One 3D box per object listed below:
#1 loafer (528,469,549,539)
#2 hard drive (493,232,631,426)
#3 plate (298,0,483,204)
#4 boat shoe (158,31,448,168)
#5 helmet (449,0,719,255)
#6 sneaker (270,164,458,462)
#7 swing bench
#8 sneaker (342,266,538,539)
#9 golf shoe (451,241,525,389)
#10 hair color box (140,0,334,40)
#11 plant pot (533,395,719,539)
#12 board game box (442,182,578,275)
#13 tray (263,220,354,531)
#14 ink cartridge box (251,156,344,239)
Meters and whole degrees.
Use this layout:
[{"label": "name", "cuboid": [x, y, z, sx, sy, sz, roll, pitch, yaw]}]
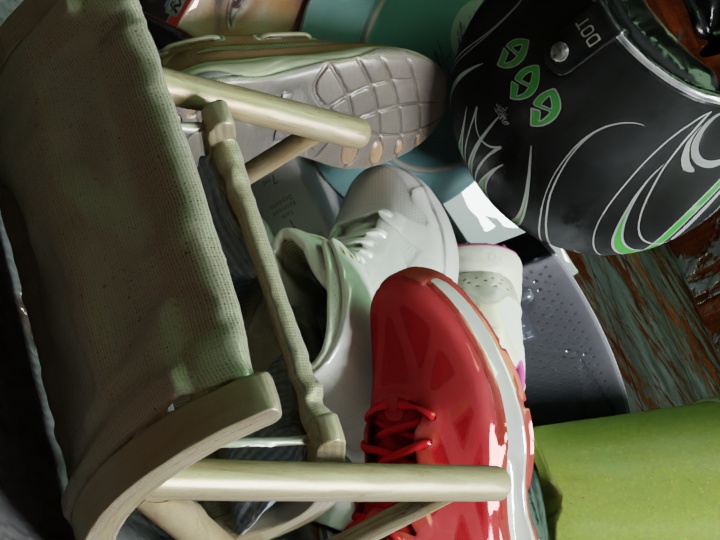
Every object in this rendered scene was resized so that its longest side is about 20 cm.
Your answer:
[{"label": "loafer", "cuboid": [0.072, 0.203, 0.902, 0.072, 0.073, 0.202, 5, 57, -25]}, {"label": "hard drive", "cuboid": [0.095, 0.058, 1.030, 0.201, 0.134, 0.043, 59, 15, -46]}, {"label": "plate", "cuboid": [0.045, -0.129, 0.977, 0.025, 0.201, 0.200, 25, -19, 49]}, {"label": "boat shoe", "cuboid": [-0.038, -0.103, 0.882, 0.198, 0.076, 0.072, -4, 35, -37]}, {"label": "helmet", "cuboid": [0.147, -0.102, 0.928, 0.198, 0.191, 0.202, 14, 55, -20]}, {"label": "sneaker", "cuboid": [-0.003, -0.003, 0.841, 0.116, 0.073, 0.201, 49, 30, -42]}, {"label": "swing bench", "cuboid": [-0.064, 0.013, 0.638, 0.200, 0.129, 0.200, 28, 37, -55]}, {"label": "sneaker", "cuboid": [0.020, 0.104, 0.734, 0.115, 0.078, 0.202, -15, 87, -40]}, {"label": "golf shoe", "cuboid": [0.060, 0.077, 0.943, 0.201, 0.074, 0.092, 90, -6, -47]}, {"label": "hair color box", "cuboid": [-0.029, -0.156, 0.965, 0.199, 0.112, 0.064, 28, 1, -41]}, {"label": "plant pot", "cuboid": [0.181, 0.165, 1.008, 0.188, 0.201, 0.201, 4, 45, -19]}, {"label": "board game box", "cuboid": [0.077, -0.066, 1.244, 0.148, 0.064, 0.200, 56, -3, -23]}, {"label": "tray", "cuboid": [-0.049, 0.036, 0.837, 0.107, 0.022, 0.202, 36, 30, -61]}, {"label": "ink cartridge box", "cuboid": [0.000, 0.000, 1.022, 0.177, 0.044, 0.200, 63, 15, 6]}]
